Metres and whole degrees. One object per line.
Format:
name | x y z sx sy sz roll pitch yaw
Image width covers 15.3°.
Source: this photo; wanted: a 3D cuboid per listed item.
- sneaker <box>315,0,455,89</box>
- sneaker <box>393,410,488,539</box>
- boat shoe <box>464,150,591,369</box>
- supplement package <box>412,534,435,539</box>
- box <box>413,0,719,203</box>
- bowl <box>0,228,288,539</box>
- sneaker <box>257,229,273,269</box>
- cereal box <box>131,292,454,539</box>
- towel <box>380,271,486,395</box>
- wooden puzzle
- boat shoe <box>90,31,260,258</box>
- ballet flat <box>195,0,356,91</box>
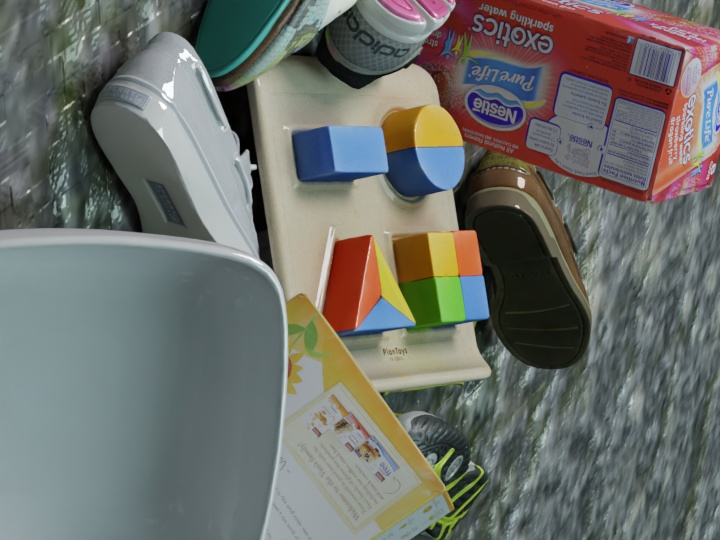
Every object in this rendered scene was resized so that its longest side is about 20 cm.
sneaker | 0.021 -0.169 1.566 0.087 0.074 0.200 -45 -170 32
sneaker | 0.027 0.127 1.745 0.075 0.076 0.200 -52 164 -8
boat shoe | 0.123 -0.010 1.867 0.200 0.072 0.068 72 21 -50
supplement package | 0.061 0.291 1.811 0.152 0.200 0.151 -56 151 -29
box | 0.122 -0.120 1.647 0.095 0.200 0.100 -14 120 -58
bowl | -0.142 0.071 1.325 0.200 0.075 0.200 2 106 -19
sneaker | 0.000 0.000 1.632 0.200 0.080 0.071 -30 132 -55
cereal box | -0.072 0.122 1.411 0.200 0.144 0.040 -33 154 -5
towel | 0.049 0.040 1.790 0.200 0.018 0.086 2 106 -73
wooden puzzle | 0.013 -0.031 1.542 0.185 0.046 0.200 -3 79 -55
boat shoe | -0.087 -0.049 1.449 0.069 0.072 0.200 -58 143 -25
ballet flat | -0.026 -0.184 1.460 0.071 0.069 0.200 24 83 -48
